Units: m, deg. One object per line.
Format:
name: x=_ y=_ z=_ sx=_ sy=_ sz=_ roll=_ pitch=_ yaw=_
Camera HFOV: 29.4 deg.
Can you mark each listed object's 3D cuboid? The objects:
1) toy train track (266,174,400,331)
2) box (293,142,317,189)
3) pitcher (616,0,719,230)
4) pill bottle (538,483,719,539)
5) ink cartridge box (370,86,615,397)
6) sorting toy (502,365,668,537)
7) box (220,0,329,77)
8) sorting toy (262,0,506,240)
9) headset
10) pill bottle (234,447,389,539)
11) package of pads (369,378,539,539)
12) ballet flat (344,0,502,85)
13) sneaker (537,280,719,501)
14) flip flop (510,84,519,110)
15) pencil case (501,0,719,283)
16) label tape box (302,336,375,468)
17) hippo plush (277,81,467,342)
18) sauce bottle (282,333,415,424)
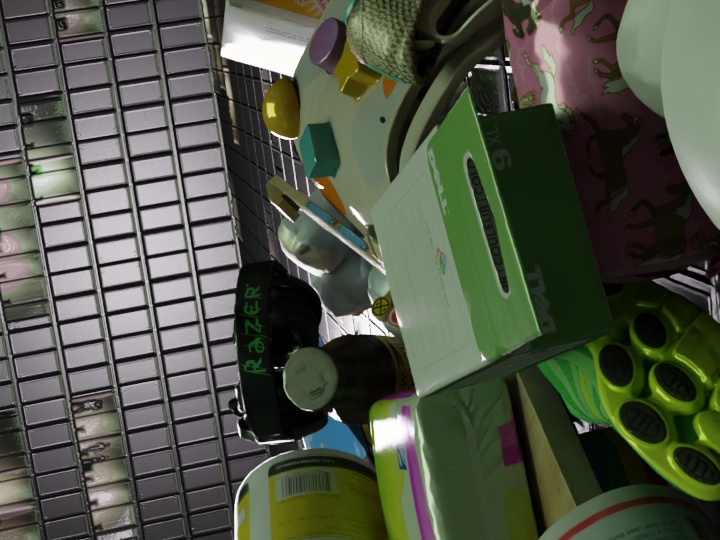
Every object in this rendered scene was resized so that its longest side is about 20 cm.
toy train track: x=0.000 y=0.000 z=0.862 sx=0.199 sy=0.033 sz=0.115 roll=39 pitch=176 yaw=38
box: x=0.006 y=-0.137 z=1.123 sx=0.200 sy=0.043 sz=0.162 roll=-122 pitch=50 yaw=-64
pitcher: x=0.153 y=-0.092 z=0.420 sx=0.201 sy=0.119 sz=0.174 roll=-97 pitch=17 yaw=-64
pill bottle: x=0.156 y=0.204 z=0.641 sx=0.201 sy=0.107 sz=0.110 roll=-115 pitch=18 yaw=-54
ink cartridge box: x=0.062 y=-0.009 z=0.627 sx=0.200 sy=0.058 sz=0.105 roll=132 pitch=125 yaw=-74
sorting toy: x=0.123 y=0.131 z=0.853 sx=0.202 sy=0.068 sz=0.200 roll=92 pitch=164 yaw=-47
box: x=-0.026 y=-0.248 z=0.997 sx=0.101 sy=0.111 sz=0.203 roll=125 pitch=160 yaw=-75
sorting toy: x=0.029 y=-0.107 z=0.805 sx=0.202 sy=0.106 sz=0.180 roll=-62 pitch=23 yaw=10
headset: x=-0.072 y=0.070 z=0.992 sx=0.200 sy=0.092 sz=0.125 roll=66 pitch=-160 yaw=-69
pill bottle: x=-0.027 y=0.227 z=0.908 sx=0.202 sy=0.110 sz=0.113 roll=-96 pitch=5 yaw=-45
package of pads: x=0.062 y=0.170 z=0.843 sx=0.154 sy=0.067 sz=0.203 roll=144 pitch=116 yaw=-78
ballet flat: x=0.072 y=-0.181 z=0.714 sx=0.075 sy=0.201 sz=0.068 roll=38 pitch=-175 yaw=29
sneaker: x=0.139 y=0.047 z=0.704 sx=0.200 sy=0.074 sz=0.084 roll=51 pitch=176 yaw=49
flip flop: x=0.112 y=-0.079 z=0.750 sx=0.081 sy=0.057 sz=0.203 roll=-130 pitch=32 yaw=-69
pencil case: x=0.118 y=-0.092 z=0.639 sx=0.086 sy=0.082 sz=0.203 roll=-11 pitch=88 yaw=62
label tape box: x=0.003 y=0.162 z=1.084 sx=0.201 sy=0.063 sz=0.145 roll=53 pitch=-174 yaw=-26
hippo plush: x=0.058 y=-0.026 z=0.977 sx=0.201 sy=0.158 sz=0.161 roll=-57 pitch=43 yaw=7
sauce bottle: x=0.004 y=0.078 z=0.964 sx=0.200 sy=0.065 sz=0.067 roll=6 pitch=-109 yaw=-69
